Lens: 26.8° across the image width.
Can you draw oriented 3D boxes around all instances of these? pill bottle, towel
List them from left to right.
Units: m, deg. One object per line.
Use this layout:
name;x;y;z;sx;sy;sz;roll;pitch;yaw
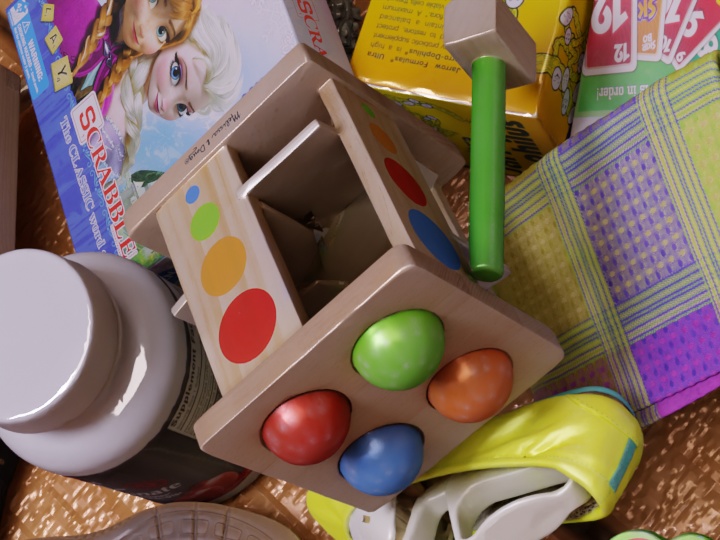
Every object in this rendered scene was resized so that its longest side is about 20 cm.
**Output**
pill bottle;-0.123;0.055;0.772;0.110;0.200;0.112;-6;72;19
towel;0.128;0.000;0.722;0.200;0.023;0.145;-39;65;53

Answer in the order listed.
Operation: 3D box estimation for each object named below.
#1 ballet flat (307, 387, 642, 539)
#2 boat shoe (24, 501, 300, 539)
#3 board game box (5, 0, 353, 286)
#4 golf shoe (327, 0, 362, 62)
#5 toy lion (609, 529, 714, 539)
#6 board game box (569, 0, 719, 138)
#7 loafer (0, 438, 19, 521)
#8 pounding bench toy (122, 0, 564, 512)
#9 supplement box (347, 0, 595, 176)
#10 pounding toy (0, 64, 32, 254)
ballet flat;0.045;0.112;0.728;0.199;0.067;0.067;-23;34;35
boat shoe;-0.118;0.174;0.819;0.198;0.063;0.074;-6;57;14
board game box;-0.101;-0.110;0.823;0.199;0.041;0.202;-33;68;35
golf shoe;-0.048;-0.162;0.891;0.097;0.078;0.202;7;69;35
toy lion;0.134;0.228;0.679;0.191;0.069;0.201;38;93;16
board game box;0.142;-0.056;0.741;0.095;0.030;0.202;29;118;51
loafer;-0.240;0.120;0.871;0.070;0.068;0.202;12;73;30
pounding bench toy;0.019;-0.011;0.673;0.200;0.124;0.157;-41;49;19
supplement box;0.086;-0.163;0.811;0.109;0.109;0.202;14;80;24
pounding toy;-0.270;-0.059;0.905;0.183;0.142;0.202;-19;61;30
